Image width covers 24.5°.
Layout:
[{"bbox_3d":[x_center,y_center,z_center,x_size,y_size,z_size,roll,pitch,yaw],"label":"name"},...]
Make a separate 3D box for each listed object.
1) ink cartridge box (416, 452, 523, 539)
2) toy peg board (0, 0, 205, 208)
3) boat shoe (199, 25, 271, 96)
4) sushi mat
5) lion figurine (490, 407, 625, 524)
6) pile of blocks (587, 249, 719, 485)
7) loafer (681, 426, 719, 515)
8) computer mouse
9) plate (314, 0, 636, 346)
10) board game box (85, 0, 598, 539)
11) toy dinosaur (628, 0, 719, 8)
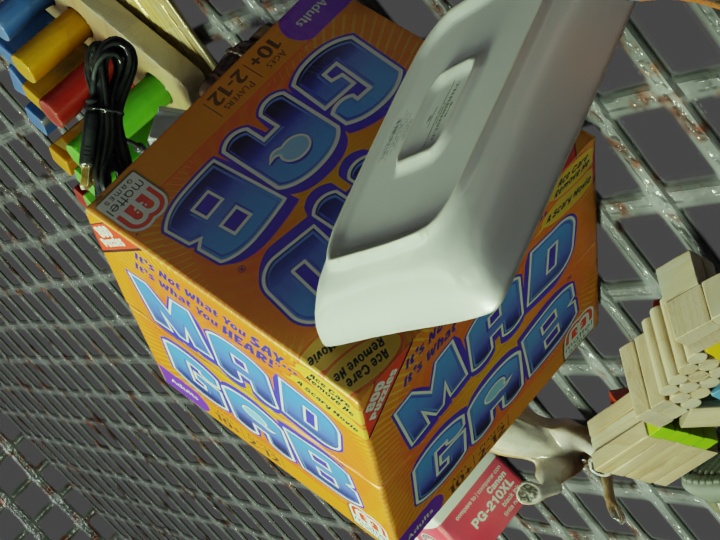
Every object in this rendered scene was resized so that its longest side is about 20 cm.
[{"bbox_3d":[0.022,0.144,1.362,0.200,0.084,0.145,46,159,-9],"label":"ink cartridge box"},{"bbox_3d":[-0.207,-0.119,1.240,0.199,0.098,0.200,40,161,19],"label":"toy peg board"},{"bbox_3d":[-0.053,-0.072,1.113,0.070,0.070,0.200,27,154,40],"label":"boat shoe"},{"bbox_3d":[-0.119,-0.140,1.180,0.096,0.012,0.200,12,142,56],"label":"sushi mat"},{"bbox_3d":[0.103,0.108,1.160,0.200,0.073,0.122,34,-168,8],"label":"lion figurine"},{"bbox_3d":[0.186,0.048,0.930,0.200,0.082,0.062,107,159,-54],"label":"pile of blocks"},{"bbox_3d":[0.258,0.125,0.925,0.070,0.075,0.200,43,169,-13],"label":"loafer"},{"bbox_3d":[-0.114,-0.077,1.117,0.044,0.110,0.200,-7,165,31],"label":"computer mouse"},{"bbox_3d":[0.046,-0.065,0.758,0.032,0.200,0.200,29,164,-16],"label":"plate"},{"bbox_3d":[0.000,0.000,0.964,0.200,0.200,0.200,33,158,26],"label":"board game box"},{"bbox_3d":[0.079,-0.118,0.626,0.181,0.105,0.200,-7,136,27],"label":"toy dinosaur"}]
